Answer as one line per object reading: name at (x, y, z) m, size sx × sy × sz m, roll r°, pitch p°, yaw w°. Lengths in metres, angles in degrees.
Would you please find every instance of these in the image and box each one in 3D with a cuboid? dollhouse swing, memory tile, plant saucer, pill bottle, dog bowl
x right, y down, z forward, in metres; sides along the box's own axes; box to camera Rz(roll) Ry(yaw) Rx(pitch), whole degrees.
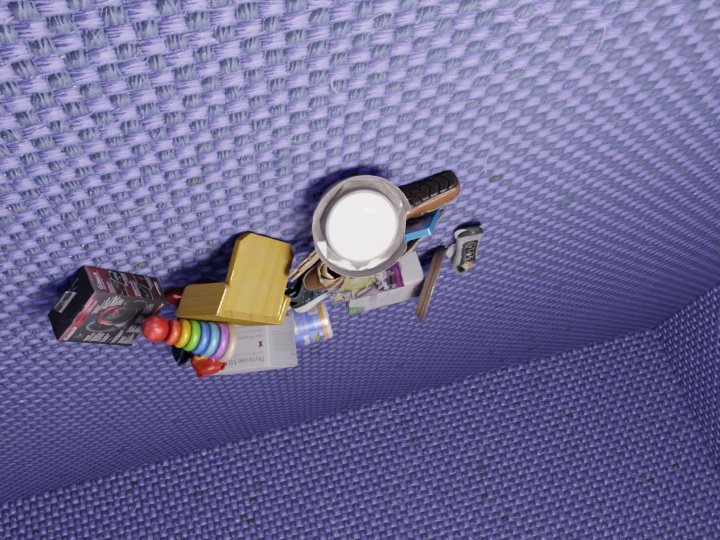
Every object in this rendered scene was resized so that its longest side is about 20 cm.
dollhouse swing at (-0.263, 0.022, 1.517) m, size 0.181 × 0.177 × 0.199 m, roll -4°, pitch 170°, yaw 35°
memory tile at (-0.070, -0.053, 1.498) m, size 0.153 × 0.017 × 0.200 m, roll -42°, pitch -178°, yaw -43°
plant saucer at (0.178, 0.034, 1.821) m, size 0.029 × 0.201 × 0.200 m, roll 18°, pitch 159°, yaw 6°
pill bottle at (-0.182, 0.152, 1.910) m, size 0.198 × 0.113 × 0.112 m, roll -15°, pitch 160°, yaw -5°
dog bowl at (-0.001, -0.090, 1.356) m, size 0.198 × 0.202 × 0.059 m, roll -6°, pitch -158°, yaw -14°

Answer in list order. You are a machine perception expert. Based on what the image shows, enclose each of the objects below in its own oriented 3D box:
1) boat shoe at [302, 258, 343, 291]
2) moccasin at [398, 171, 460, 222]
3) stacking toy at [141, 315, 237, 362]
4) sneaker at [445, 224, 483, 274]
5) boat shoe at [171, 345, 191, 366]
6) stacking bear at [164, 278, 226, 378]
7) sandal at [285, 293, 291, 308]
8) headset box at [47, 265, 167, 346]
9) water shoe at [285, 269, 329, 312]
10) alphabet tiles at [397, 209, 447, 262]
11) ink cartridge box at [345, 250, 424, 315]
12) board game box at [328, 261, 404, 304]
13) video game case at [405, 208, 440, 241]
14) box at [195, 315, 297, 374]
boat shoe at (-0.063, -0.007, 1.572) m, size 0.199 × 0.076 × 0.074 m, roll -30°, pitch 172°, yaw 38°
moccasin at (0.109, -0.140, 1.456) m, size 0.200 × 0.074 × 0.078 m, roll -26°, pitch 152°, yaw -3°
stacking toy at (-0.361, 0.136, 1.480) m, size 0.199 × 0.086 × 0.085 m, roll 16°, pitch 144°, yaw -36°
sneaker at (0.270, -0.055, 1.779) m, size 0.073 × 0.080 × 0.200 m, roll -11°, pitch 158°, yaw -9°
boat shoe at (-0.433, 0.194, 1.881) m, size 0.084 × 0.069 × 0.200 m, roll -1°, pitch 152°, yaw -37°
stacking bear at (-0.360, 0.140, 1.611) m, size 0.121 × 0.201 × 0.114 m, roll -17°, pitch 160°, yaw 1°
sandal at (-0.264, 0.073, 1.740) m, size 0.201 × 0.050 × 0.083 m, roll -4°, pitch 140°, yaw -18°
headset box at (-0.523, 0.076, 1.445) m, size 0.149 × 0.075 × 0.199 m, roll -47°, pitch 149°, yaw 20°
water shoe at (-0.104, 0.024, 1.692) m, size 0.200 × 0.072 × 0.079 m, roll -41°, pitch 122°, yaw 16°
alphabet tiles at (0.117, -0.061, 1.606) m, size 0.167 × 0.006 × 0.200 m, roll -48°, pitch -176°, yaw -41°
ink cartridge box at (0.055, 0.034, 1.828) m, size 0.198 × 0.088 × 0.146 m, roll -13°, pitch 160°, yaw -7°
board game box at (0.000, 0.000, 1.590) m, size 0.199 × 0.121 × 0.032 m, roll -16°, pitch 175°, yaw 38°
video game case at (0.063, -0.081, 1.487) m, size 0.199 × 0.018 × 0.143 m, roll -14°, pitch -163°, yaw 20°
box at (-0.283, 0.185, 1.758) m, size 0.197 × 0.132 × 0.200 m, roll -8°, pitch 171°, yaw 12°
